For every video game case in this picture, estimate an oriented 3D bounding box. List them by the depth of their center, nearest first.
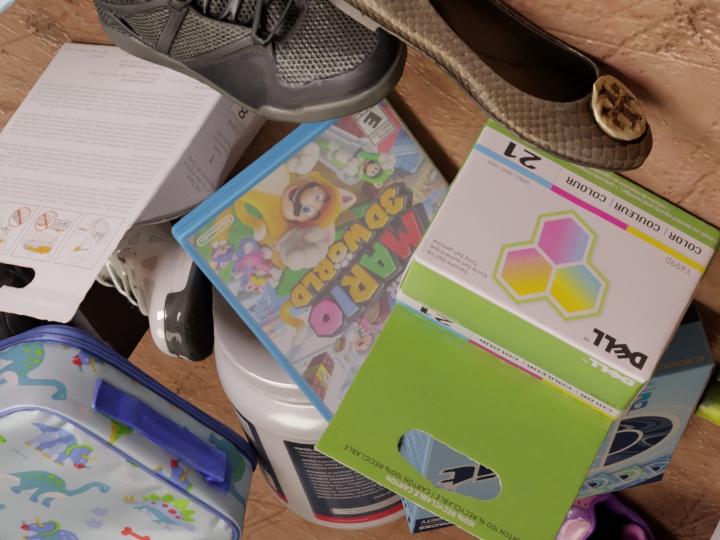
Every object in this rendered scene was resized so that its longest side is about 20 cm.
[{"bbox_3d":[0.000,0.000,1.555,0.200,0.143,0.018,52,179,-35],"label":"video game case"}]

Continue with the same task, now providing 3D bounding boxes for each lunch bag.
[{"bbox_3d":[-0.174,0.120,1.686,0.161,0.083,0.200,-25,133,39],"label":"lunch bag"}]

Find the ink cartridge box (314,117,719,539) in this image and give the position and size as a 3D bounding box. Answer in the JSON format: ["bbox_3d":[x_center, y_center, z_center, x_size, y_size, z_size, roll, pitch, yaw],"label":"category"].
[{"bbox_3d":[0.087,0.038,1.455,0.148,0.200,0.076,28,157,2],"label":"ink cartridge box"}]

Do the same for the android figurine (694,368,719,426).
[{"bbox_3d":[0.296,0.109,1.563,0.200,0.041,0.182,30,157,4],"label":"android figurine"}]

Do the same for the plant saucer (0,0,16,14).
[{"bbox_3d":[-0.256,-0.208,1.425,0.201,0.201,0.039,52,-175,-42],"label":"plant saucer"}]

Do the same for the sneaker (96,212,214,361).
[{"bbox_3d":[-0.147,0.002,1.602,0.115,0.201,0.076,-2,112,-3],"label":"sneaker"}]

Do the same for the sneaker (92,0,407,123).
[{"bbox_3d":[-0.073,-0.145,1.426,0.199,0.076,0.114,24,163,28],"label":"sneaker"}]

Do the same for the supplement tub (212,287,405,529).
[{"bbox_3d":[-0.016,0.068,1.714,0.140,0.140,0.200,21,156,21],"label":"supplement tub"}]

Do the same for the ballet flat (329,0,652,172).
[{"bbox_3d":[0.067,-0.118,1.352,0.200,0.067,0.046,34,127,-2],"label":"ballet flat"}]

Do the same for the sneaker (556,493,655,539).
[{"bbox_3d":[0.172,0.206,1.867,0.088,0.081,0.200,-1,142,38],"label":"sneaker"}]

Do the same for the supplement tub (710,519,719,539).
[{"bbox_3d":[0.309,0.225,1.664,0.200,0.132,0.132,22,156,15],"label":"supplement tub"}]

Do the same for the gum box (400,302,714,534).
[{"bbox_3d":[0.113,0.093,1.615,0.170,0.045,0.200,-11,158,-9],"label":"gum box"}]

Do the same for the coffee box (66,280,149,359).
[{"bbox_3d":[-0.222,-0.016,1.819,0.200,0.114,0.080,11,148,39],"label":"coffee box"}]

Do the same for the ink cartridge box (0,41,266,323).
[{"bbox_3d":[-0.161,-0.045,1.575,0.162,0.200,0.050,8,149,41],"label":"ink cartridge box"}]

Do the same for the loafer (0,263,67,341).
[{"bbox_3d":[-0.231,0.049,1.730,0.073,0.072,0.200,18,152,25],"label":"loafer"}]
